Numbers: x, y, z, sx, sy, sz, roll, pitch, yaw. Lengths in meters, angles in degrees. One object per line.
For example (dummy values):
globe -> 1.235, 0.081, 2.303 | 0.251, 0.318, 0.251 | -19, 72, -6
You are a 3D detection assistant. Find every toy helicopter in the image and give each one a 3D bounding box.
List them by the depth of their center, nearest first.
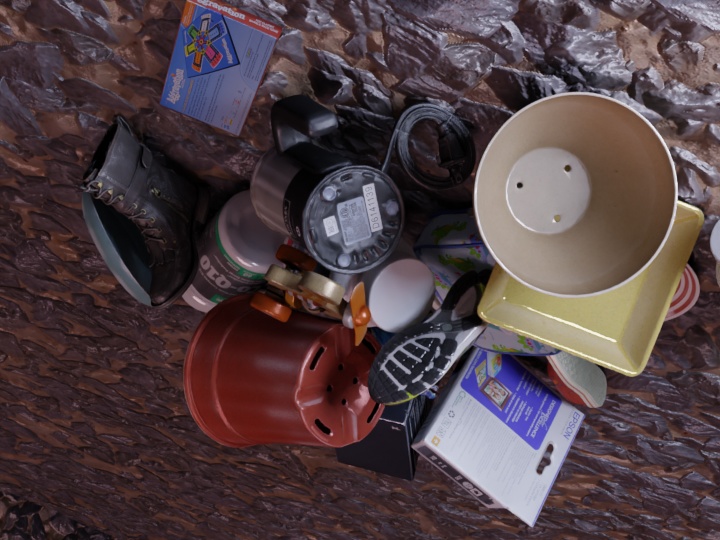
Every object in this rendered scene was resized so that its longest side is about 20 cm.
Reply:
toy helicopter -> -0.041, 0.030, 1.276 | 0.132, 0.079, 0.200 | 28, 173, -5

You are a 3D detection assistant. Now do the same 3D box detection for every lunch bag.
lunch bag -> 0.162, 0.013, 1.438 | 0.161, 0.082, 0.200 | -1, 135, 41

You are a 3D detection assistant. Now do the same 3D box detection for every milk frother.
milk frother -> 0.001, -0.106, 1.322 | 0.200, 0.181, 0.188 | -2, -164, -23

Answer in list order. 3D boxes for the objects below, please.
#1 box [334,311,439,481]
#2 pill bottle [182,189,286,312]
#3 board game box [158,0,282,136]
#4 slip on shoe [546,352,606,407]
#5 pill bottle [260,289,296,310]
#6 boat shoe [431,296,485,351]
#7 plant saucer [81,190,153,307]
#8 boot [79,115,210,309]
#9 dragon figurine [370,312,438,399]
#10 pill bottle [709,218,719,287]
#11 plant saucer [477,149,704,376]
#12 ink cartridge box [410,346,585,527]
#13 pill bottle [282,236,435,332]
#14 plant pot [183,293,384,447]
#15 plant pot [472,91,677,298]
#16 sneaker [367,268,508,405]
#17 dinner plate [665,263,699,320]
box -> 0.038, 0.158, 1.669 | 0.123, 0.199, 0.200 | 11, 150, 12
pill bottle -> -0.167, -0.019, 1.567 | 0.113, 0.113, 0.200 | 27, 150, -16
board game box -> -0.158, -0.224, 1.309 | 0.103, 0.019, 0.200 | 21, 151, -8
slip on shoe -> 0.280, 0.131, 1.625 | 0.061, 0.074, 0.200 | 2, 152, 31
pill bottle -> -0.158, 0.118, 1.796 | 0.112, 0.112, 0.200 | 19, 151, -2
boat shoe -> 0.114, 0.040, 1.555 | 0.071, 0.070, 0.201 | 1, 142, 49
plant saucer -> -0.309, -0.033, 1.556 | 0.027, 0.200, 0.200 | -28, 138, 5
boot -> -0.277, -0.069, 1.468 | 0.069, 0.200, 0.174 | -14, 145, 37
dragon figurine -> 0.044, 0.075, 1.547 | 0.200, 0.099, 0.059 | 46, 174, 14
pill bottle -> 0.455, 0.016, 1.285 | 0.113, 0.113, 0.200 | -7, 143, 37
plant saucer -> 0.250, -0.009, 1.318 | 0.200, 0.200, 0.048 | 21, -176, -5
ink cartridge box -> 0.194, 0.221, 1.647 | 0.200, 0.198, 0.043 | 39, 149, -10
pill bottle -> 0.000, 0.000, 1.422 | 0.120, 0.120, 0.200 | 40, 174, -34
plant pot -> -0.081, 0.133, 1.473 | 0.195, 0.201, 0.201 | 3, 149, 47
plant pot -> 0.205, -0.079, 1.216 | 0.200, 0.201, 0.134 | 21, -176, -5
sneaker -> 0.089, 0.086, 1.353 | 0.074, 0.200, 0.081 | 46, 163, 18
dinner plate -> 0.309, 0.004, 1.437 | 0.200, 0.024, 0.200 | 13, 151, 7
